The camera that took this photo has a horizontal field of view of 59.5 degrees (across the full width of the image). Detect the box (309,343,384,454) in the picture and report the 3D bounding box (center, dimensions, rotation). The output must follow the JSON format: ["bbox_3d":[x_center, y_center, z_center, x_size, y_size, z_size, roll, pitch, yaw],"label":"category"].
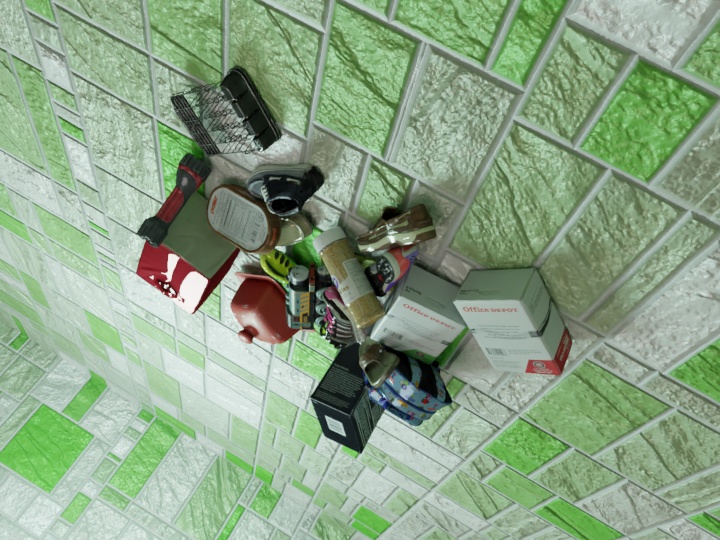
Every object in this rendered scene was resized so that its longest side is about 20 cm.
[{"bbox_3d":[-0.014,0.311,1.579,0.122,0.199,0.201,19,144,24],"label":"box"}]

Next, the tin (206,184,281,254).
[{"bbox_3d":[-0.248,-0.109,1.322,0.199,0.042,0.113,30,105,29],"label":"tin"}]

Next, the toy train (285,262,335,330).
[{"bbox_3d":[-0.109,0.060,1.388,0.112,0.086,0.201,1,142,-5],"label":"toy train"}]

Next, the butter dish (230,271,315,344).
[{"bbox_3d":[-0.245,0.117,1.560,0.198,0.148,0.201,7,140,50],"label":"butter dish"}]

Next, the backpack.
[{"bbox_3d":[0.104,0.257,1.383,0.182,0.135,0.200,32,-171,-17],"label":"backpack"}]

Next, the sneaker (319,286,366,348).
[{"bbox_3d":[-0.051,0.110,1.331,0.074,0.087,0.200,60,178,34],"label":"sneaker"}]

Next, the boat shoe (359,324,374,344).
[{"bbox_3d":[0.017,0.143,1.460,0.071,0.069,0.201,5,137,35],"label":"boat shoe"}]

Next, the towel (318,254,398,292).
[{"bbox_3d":[0.000,0.000,1.341,0.198,0.018,0.087,15,143,26],"label":"towel"}]

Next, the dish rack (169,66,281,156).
[{"bbox_3d":[-0.259,-0.284,1.172,0.198,0.055,0.154,4,135,40],"label":"dish rack"}]

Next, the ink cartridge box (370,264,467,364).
[{"bbox_3d":[0.123,0.094,1.282,0.145,0.085,0.200,25,146,-4],"label":"ink cartridge box"}]

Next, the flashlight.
[{"bbox_3d":[-0.391,-0.147,1.314,0.068,0.201,0.068,39,164,-29],"label":"flashlight"}]

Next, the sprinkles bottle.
[{"bbox_3d":[-0.023,0.014,1.255,0.202,0.068,0.068,62,148,10],"label":"sprinkles bottle"}]

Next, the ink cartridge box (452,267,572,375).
[{"bbox_3d":[0.282,0.095,1.162,0.143,0.084,0.201,-3,133,43],"label":"ink cartridge box"}]

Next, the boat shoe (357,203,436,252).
[{"bbox_3d":[0.061,-0.083,1.156,0.201,0.074,0.076,-9,98,52],"label":"boat shoe"}]

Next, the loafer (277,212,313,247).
[{"bbox_3d":[-0.183,-0.080,1.347,0.198,0.069,0.076,-2,134,42],"label":"loafer"}]

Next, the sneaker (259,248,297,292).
[{"bbox_3d":[-0.163,0.008,1.457,0.200,0.074,0.084,52,178,-38],"label":"sneaker"}]

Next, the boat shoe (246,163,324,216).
[{"bbox_3d":[-0.169,-0.152,1.223,0.198,0.093,0.075,-3,133,42],"label":"boat shoe"}]

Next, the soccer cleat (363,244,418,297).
[{"bbox_3d":[0.058,0.000,1.235,0.069,0.073,0.200,58,163,8],"label":"soccer cleat"}]

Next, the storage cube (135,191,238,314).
[{"bbox_3d":[-0.388,-0.041,1.459,0.170,0.201,0.180,37,141,-5],"label":"storage cube"}]

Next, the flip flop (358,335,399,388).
[{"bbox_3d":[0.026,0.182,1.332,0.057,0.081,0.200,38,-176,-20],"label":"flip flop"}]
